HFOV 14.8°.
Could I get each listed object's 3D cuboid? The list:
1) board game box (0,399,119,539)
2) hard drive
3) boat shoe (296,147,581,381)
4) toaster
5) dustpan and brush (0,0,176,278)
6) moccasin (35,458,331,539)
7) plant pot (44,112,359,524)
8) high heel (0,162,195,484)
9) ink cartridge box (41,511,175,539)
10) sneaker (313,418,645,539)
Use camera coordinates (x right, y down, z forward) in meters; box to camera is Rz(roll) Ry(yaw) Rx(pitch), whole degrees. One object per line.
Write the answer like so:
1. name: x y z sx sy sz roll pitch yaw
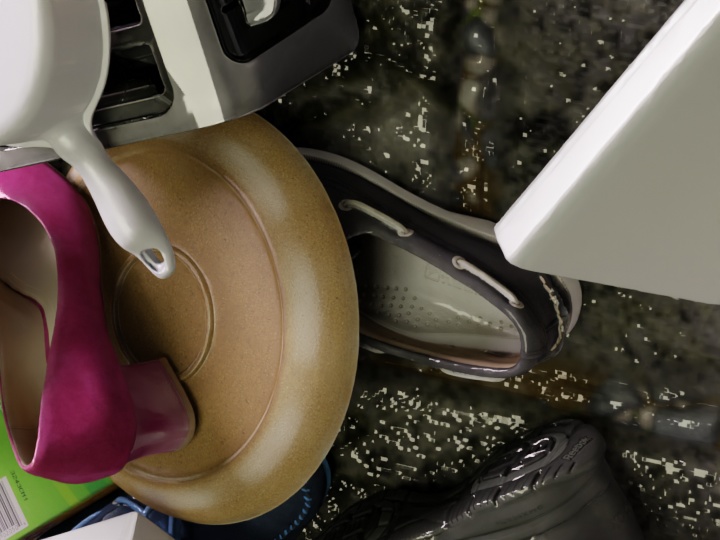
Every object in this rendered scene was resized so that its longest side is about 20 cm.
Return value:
1. board game box: -0.136 0.060 1.363 0.200 0.030 0.096 -32 79 34
2. hard drive: 0.161 -0.067 1.133 0.200 0.131 0.026 -51 47 32
3. boat shoe: 0.000 0.000 1.268 0.199 0.060 0.074 21 120 15
4. toaster: -0.124 -0.152 1.225 0.199 0.119 0.182 -9 107 28
5. dustpan and brush: -0.143 -0.078 1.171 0.139 0.057 0.201 -30 90 33
6. moccasin: -0.098 0.142 1.370 0.200 0.068 0.081 -33 96 32
7. plant pot: -0.085 0.019 1.281 0.199 0.027 0.201 6 99 40
8. high heel: -0.161 0.013 1.264 0.067 0.096 0.201 -45 67 34
9. ink cartridge box: -0.101 0.211 1.335 0.144 0.085 0.200 -19 134 36
10. sneaker: 0.045 0.144 1.306 0.199 0.076 0.091 -23 109 33
